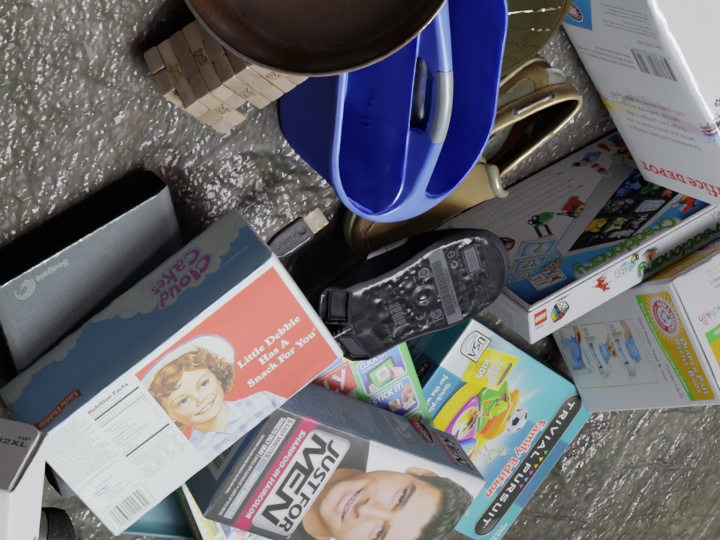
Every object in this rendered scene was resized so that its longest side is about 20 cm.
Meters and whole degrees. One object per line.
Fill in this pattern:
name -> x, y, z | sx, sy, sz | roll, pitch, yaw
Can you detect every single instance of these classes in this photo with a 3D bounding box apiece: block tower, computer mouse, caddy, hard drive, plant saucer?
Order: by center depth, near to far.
plant saucer -> -0.023, -0.218, 1.478 | 0.201, 0.200, 0.032 | -57, 167, 7
block tower -> -0.036, -0.162, 1.531 | 0.199, 0.054, 0.058 | -33, 155, 14
caddy -> 0.028, -0.130, 1.629 | 0.141, 0.105, 0.201 | -18, 129, -33
hard drive -> -0.173, 0.044, 1.632 | 0.139, 0.033, 0.201 | -32, 135, -20
computer mouse -> 0.000, 0.000, 1.700 | 0.199, 0.046, 0.141 | -29, 124, -6
plant saucer -> -0.097, 0.170, 1.800 | 0.199, 0.019, 0.070 | 12, 109, -46

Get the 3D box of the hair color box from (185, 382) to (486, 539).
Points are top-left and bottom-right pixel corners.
hair color box -> -0.019, 0.146, 1.715 | 0.199, 0.061, 0.099 | 22, 109, -36

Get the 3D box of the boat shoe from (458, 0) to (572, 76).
boat shoe -> 0.113, -0.221, 1.672 | 0.071, 0.066, 0.201 | -1, 139, -25

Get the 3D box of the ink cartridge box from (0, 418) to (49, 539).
ink cartridge box -> -0.285, 0.192, 1.539 | 0.084, 0.144, 0.201 | -70, 170, -64

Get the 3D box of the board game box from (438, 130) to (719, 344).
board game box -> 0.164, -0.030, 1.808 | 0.199, 0.126, 0.035 | -28, 133, -24

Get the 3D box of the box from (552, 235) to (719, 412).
box -> 0.245, 0.038, 1.857 | 0.112, 0.200, 0.102 | -28, 97, -24

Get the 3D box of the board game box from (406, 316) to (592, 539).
board game box -> 0.085, 0.122, 1.905 | 0.151, 0.047, 0.200 | -54, 138, 4

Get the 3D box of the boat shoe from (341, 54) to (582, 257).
boat shoe -> 0.075, -0.075, 1.733 | 0.200, 0.076, 0.072 | -45, 141, -5

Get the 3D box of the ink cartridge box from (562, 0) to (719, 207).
ink cartridge box -> 0.254, -0.168, 1.733 | 0.146, 0.146, 0.201 | -40, 120, -15

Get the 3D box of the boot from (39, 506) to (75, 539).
boot -> -0.290, 0.233, 1.656 | 0.130, 0.068, 0.201 | 14, 109, -33

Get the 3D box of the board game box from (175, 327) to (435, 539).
board game box -> -0.043, 0.127, 1.761 | 0.199, 0.029, 0.135 | -30, 120, -18

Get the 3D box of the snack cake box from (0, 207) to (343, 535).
snack cake box -> -0.124, 0.067, 1.600 | 0.200, 0.067, 0.115 | -38, 133, -4
